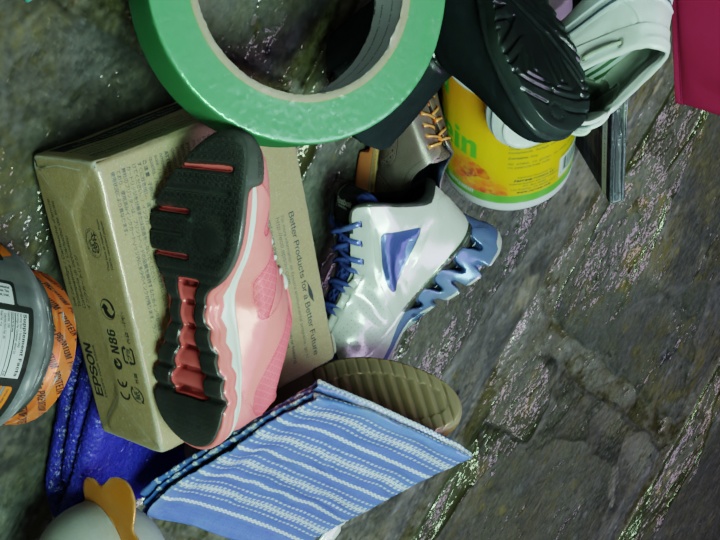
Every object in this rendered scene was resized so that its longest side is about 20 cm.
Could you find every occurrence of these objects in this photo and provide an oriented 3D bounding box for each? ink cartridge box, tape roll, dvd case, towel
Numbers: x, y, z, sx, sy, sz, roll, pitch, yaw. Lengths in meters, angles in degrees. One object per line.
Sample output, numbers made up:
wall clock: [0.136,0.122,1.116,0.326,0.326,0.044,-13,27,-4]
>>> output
ink cartridge box: [-0.112,-0.006,0.977,0.164,0.075,0.201,-27,115,-40]
tape roll: [-0.044,-0.179,0.920,0.199,0.048,0.202,-1,92,-23]
dvd case: [0.176,-0.171,1.181,0.016,0.200,0.149,-11,130,-6]
towel: [-0.042,0.146,1.018,0.144,0.024,0.200,27,135,-34]
towel: [-0.136,0.103,1.085,0.200,0.049,0.148,-12,121,-47]

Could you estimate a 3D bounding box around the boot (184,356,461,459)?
boot: [-0.029,0.136,1.088,0.199,0.073,0.167,-3,146,-4]

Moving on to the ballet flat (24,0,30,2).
ballet flat: [-0.146,-0.240,0.841,0.200,0.070,0.065,-50,116,-20]

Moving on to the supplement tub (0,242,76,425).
supplement tub: [-0.262,0.031,0.815,0.200,0.122,0.123,17,100,-55]

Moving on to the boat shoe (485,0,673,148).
boat shoe: [0.144,-0.128,1.011,0.073,0.067,0.200,10,151,-18]

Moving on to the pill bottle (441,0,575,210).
pill bottle: [0.118,-0.150,1.148,0.111,0.111,0.200,-42,152,-25]

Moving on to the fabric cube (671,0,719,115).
fabric cube: [0.344,-0.213,0.996,0.200,0.199,0.197,-43,140,-27]

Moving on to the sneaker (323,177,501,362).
sneaker: [0.001,-0.001,1.112,0.199,0.081,0.115,-43,111,-5]

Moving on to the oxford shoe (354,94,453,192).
oxford shoe: [0.045,-0.121,1.137,0.071,0.073,0.201,-27,132,-38]

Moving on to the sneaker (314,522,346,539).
sneaker: [-0.045,0.144,1.197,0.085,0.074,0.201,34,65,-32]

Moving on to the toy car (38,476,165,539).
toy car: [-0.172,0.236,1.004,0.184,0.177,0.201,-12,131,-34]

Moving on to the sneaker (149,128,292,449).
sneaker: [-0.080,0.008,0.923,0.087,0.074,0.201,-13,114,-53]

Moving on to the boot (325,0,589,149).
boot: [0.059,-0.131,1.006,0.076,0.201,0.168,5,144,-39]
